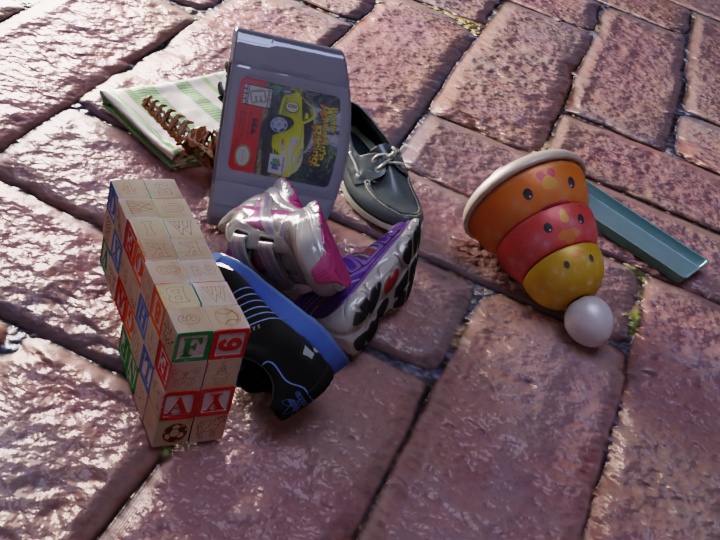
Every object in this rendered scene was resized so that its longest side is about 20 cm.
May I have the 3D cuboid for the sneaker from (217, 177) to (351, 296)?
[{"bbox_3d":[-0.072,-0.017,0.975,0.088,0.082,0.200,-28,22,-11],"label":"sneaker"}]

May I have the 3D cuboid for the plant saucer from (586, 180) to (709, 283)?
[{"bbox_3d":[0.318,-0.050,1.299,0.200,0.019,0.070,37,39,26],"label":"plant saucer"}]

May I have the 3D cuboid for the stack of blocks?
[{"bbox_3d":[-0.159,0.029,0.878,0.058,0.116,0.200,-3,39,-28],"label":"stack of blocks"}]

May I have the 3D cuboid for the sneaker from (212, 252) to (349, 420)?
[{"bbox_3d":[-0.096,0.052,0.919,0.078,0.070,0.200,-43,43,-14],"label":"sneaker"}]

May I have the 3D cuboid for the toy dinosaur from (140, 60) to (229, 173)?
[{"bbox_3d":[-0.124,-0.140,1.135,0.199,0.102,0.137,31,62,-32],"label":"toy dinosaur"}]

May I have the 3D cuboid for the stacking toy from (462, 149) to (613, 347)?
[{"bbox_3d":[0.207,-0.011,1.123,0.145,0.146,0.201,-8,59,-33],"label":"stacking toy"}]

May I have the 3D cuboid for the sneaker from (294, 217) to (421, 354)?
[{"bbox_3d":[0.000,0.000,1.031,0.083,0.081,0.200,18,31,19],"label":"sneaker"}]

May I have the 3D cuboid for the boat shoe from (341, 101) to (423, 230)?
[{"bbox_3d":[0.015,-0.117,1.205,0.072,0.062,0.200,-3,40,-29],"label":"boat shoe"}]

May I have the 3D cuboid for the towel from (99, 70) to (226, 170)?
[{"bbox_3d":[-0.177,-0.179,1.234,0.199,0.024,0.152,-21,51,-43],"label":"towel"}]

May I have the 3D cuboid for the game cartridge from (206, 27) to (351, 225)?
[{"bbox_3d":[-0.077,-0.136,1.098,0.132,0.202,0.041,9,-7,-18],"label":"game cartridge"}]
